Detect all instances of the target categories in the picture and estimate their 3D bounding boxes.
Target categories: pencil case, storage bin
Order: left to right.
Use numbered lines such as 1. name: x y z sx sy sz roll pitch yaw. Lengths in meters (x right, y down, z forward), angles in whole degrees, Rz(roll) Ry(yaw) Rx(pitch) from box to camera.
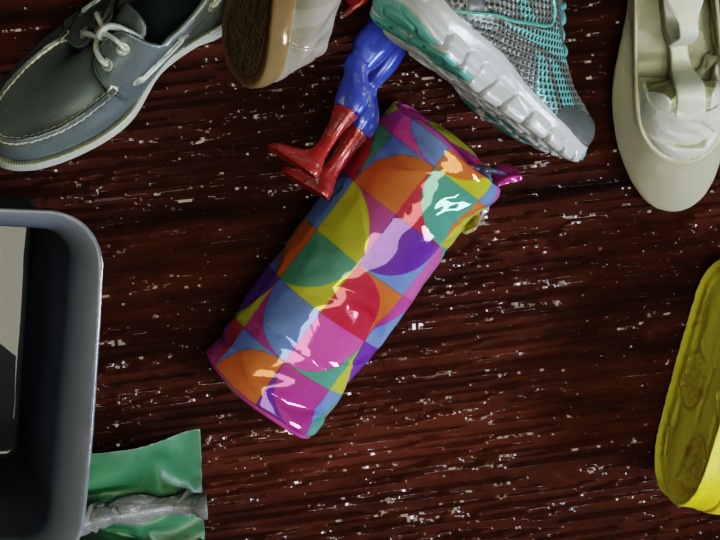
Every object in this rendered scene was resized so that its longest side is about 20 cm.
1. storage bin: -0.224 0.049 1.556 0.146 0.134 0.200 2 103 -13
2. pencil case: 0.000 0.000 1.623 0.088 0.088 0.200 38 95 -19

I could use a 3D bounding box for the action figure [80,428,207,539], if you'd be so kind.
1. action figure: -0.187 0.157 1.639 0.200 0.055 0.118 -5 108 -7

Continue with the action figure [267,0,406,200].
1. action figure: 0.017 -0.137 1.597 0.052 0.065 0.200 32 80 22

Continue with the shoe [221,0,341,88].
1. shoe: -0.030 -0.186 1.497 0.053 0.070 0.200 -10 134 -28

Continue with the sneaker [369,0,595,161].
1. sneaker: 0.089 -0.129 1.579 0.091 0.078 0.200 -56 145 -3

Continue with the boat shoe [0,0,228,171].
1. boat shoe: -0.129 -0.132 1.554 0.200 0.062 0.073 -37 66 -7

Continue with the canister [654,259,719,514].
1. canister: 0.293 0.083 1.710 0.200 0.087 0.149 10 102 -17

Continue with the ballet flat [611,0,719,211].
1. ballet flat: 0.180 -0.125 1.639 0.069 0.069 0.200 -8 106 -11
